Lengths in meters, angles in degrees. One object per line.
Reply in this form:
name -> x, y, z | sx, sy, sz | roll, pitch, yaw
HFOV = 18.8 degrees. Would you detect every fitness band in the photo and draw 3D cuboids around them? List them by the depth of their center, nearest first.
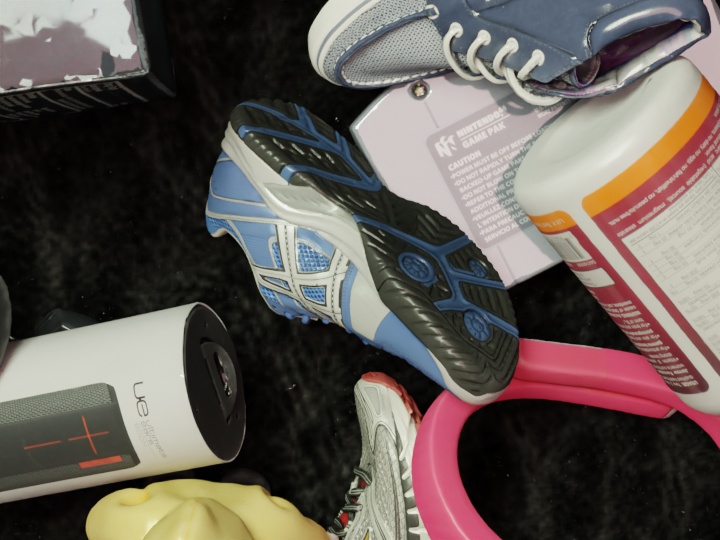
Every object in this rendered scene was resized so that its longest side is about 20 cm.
fitness band -> 0.121, 0.110, 1.091 | 0.200, 0.037, 0.144 | 9, 60, -20

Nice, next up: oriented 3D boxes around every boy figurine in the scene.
boy figurine -> -0.072, 0.132, 1.055 | 0.124, 0.200, 0.065 | 6, 93, -5

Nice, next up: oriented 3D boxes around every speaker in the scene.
speaker -> -0.160, 0.072, 1.084 | 0.200, 0.081, 0.081 | -11, 93, 16

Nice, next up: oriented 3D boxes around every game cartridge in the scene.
game cartridge -> 0.103, -0.078, 1.131 | 0.200, 0.040, 0.133 | -26, 96, 0

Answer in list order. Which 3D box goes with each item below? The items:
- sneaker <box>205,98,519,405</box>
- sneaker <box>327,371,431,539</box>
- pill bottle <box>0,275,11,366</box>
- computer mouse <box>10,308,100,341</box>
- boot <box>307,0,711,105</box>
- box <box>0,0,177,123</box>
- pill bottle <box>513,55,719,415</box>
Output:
sneaker -> 0.000, 0.000, 1.096 | 0.200, 0.076, 0.077 | 45, 125, 22
sneaker -> 0.003, 0.152, 1.117 | 0.082, 0.078, 0.200 | 2, 92, 1
pill bottle -> -0.273, 0.006, 1.053 | 0.200, 0.112, 0.112 | 20, 92, 26
computer mouse -> -0.178, 0.032, 1.136 | 0.200, 0.034, 0.059 | 29, 113, 3
boot -> 0.068, -0.116, 1.052 | 0.200, 0.073, 0.090 | -25, 59, 21
box -> -0.198, -0.130, 1.042 | 0.198, 0.200, 0.123 | -8, 92, -1
pill bottle -> 0.175, 0.000, 1.070 | 0.110, 0.110, 0.200 | -41, 104, 1
